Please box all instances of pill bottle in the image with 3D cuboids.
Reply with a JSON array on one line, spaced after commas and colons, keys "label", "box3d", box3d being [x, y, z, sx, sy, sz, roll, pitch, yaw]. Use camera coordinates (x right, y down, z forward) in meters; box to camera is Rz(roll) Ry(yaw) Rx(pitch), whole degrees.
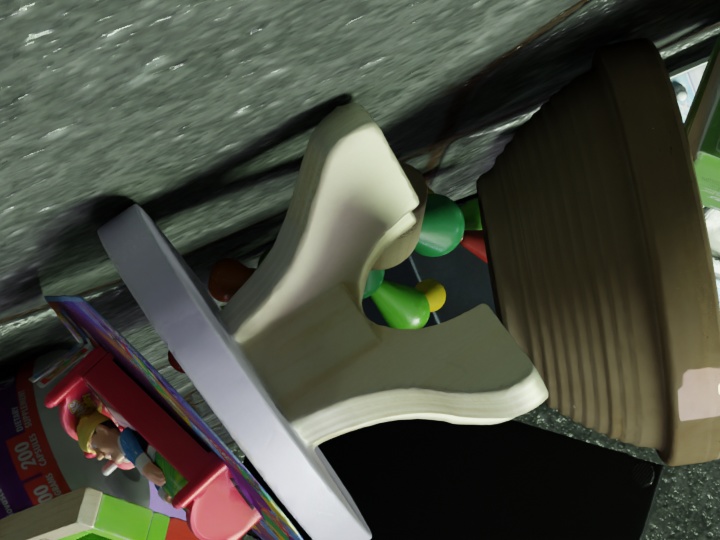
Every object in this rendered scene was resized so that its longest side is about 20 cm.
[{"label": "pill bottle", "box3d": [-0.228, 0.132, 1.143, 0.200, 0.113, 0.112, -25, 174, 7]}]

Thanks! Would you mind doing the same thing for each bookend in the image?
[{"label": "bookend", "box3d": [0.056, 0.131, 1.052, 0.200, 0.092, 0.199, 16, 169, 16]}]

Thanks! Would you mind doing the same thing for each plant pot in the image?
[{"label": "plant pot", "box3d": [0.107, -0.004, 0.945, 0.093, 0.201, 0.201, -9, 175, 2]}]

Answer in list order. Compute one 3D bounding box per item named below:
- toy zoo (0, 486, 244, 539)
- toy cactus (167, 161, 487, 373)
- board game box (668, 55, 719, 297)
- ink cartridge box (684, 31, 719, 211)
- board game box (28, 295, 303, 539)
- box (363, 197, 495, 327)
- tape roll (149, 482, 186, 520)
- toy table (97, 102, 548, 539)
[{"label": "toy zoo", "box3d": [-0.081, 0.162, 1.063, 0.200, 0.020, 0.131, 22, 157, -22]}, {"label": "toy cactus", "box3d": [0.000, 0.000, 1.065, 0.200, 0.102, 0.165, -12, 160, -18]}, {"label": "board game box", "box3d": [0.207, -0.021, 1.120, 0.200, 0.200, 0.026, -23, -152, 5]}, {"label": "ink cartridge box", "box3d": [0.191, -0.080, 0.940, 0.059, 0.104, 0.200, 20, 177, 4]}, {"label": "board game box", "box3d": [-0.093, 0.082, 0.888, 0.039, 0.158, 0.200, -42, -170, -11]}, {"label": "box", "box3d": [0.081, 0.021, 1.394, 0.200, 0.118, 0.197, -19, 173, -30]}, {"label": "tape roll", "box3d": [-0.199, 0.159, 1.264, 0.200, 0.066, 0.200, -23, -153, 13]}, {"label": "toy table", "box3d": [-0.010, 0.025, 0.852, 0.117, 0.184, 0.200, -33, 142, -2]}]
